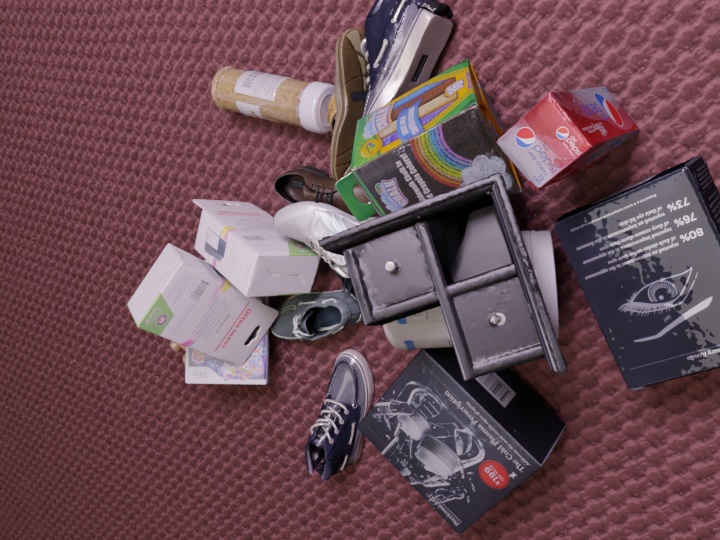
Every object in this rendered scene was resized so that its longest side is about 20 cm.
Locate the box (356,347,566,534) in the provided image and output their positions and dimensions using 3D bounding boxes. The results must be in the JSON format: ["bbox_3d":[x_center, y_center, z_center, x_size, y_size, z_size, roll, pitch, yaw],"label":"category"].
[{"bbox_3d":[0.129,0.207,0.895,0.200,0.104,0.183,44,127,13],"label":"box"}]

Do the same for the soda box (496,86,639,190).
[{"bbox_3d":[0.217,-0.138,0.684,0.070,0.200,0.064,-41,80,36],"label":"soda box"}]

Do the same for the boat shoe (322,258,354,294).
[{"bbox_3d":[0.000,0.000,0.964,0.200,0.062,0.075,40,124,21],"label":"boat shoe"}]

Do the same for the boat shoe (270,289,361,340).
[{"bbox_3d":[-0.078,0.072,1.038,0.199,0.062,0.073,-15,97,38],"label":"boat shoe"}]

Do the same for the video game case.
[{"bbox_3d":[-0.218,0.083,1.101,0.142,0.018,0.202,-1,87,12],"label":"video game case"}]

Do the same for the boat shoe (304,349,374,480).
[{"bbox_3d":[-0.036,0.226,1.033,0.074,0.093,0.202,14,111,31],"label":"boat shoe"}]

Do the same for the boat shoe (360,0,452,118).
[{"bbox_3d":[0.035,-0.257,0.858,0.093,0.074,0.201,42,117,27],"label":"boat shoe"}]

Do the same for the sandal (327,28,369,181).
[{"bbox_3d":[-0.015,-0.218,0.907,0.054,0.080,0.202,14,109,50],"label":"sandal"}]

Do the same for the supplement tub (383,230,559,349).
[{"bbox_3d":[0.129,0.025,0.802,0.198,0.132,0.133,-4,102,14],"label":"supplement tub"}]

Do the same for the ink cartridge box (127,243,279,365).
[{"bbox_3d":[-0.235,0.058,1.030,0.117,0.200,0.067,-54,43,4],"label":"ink cartridge box"}]

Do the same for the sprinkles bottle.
[{"bbox_3d":[-0.124,-0.249,0.974,0.199,0.068,0.069,19,114,30],"label":"sprinkles bottle"}]

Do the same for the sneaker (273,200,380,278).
[{"bbox_3d":[-0.031,-0.038,0.907,0.199,0.071,0.081,12,70,15],"label":"sneaker"}]

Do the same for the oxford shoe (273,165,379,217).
[{"bbox_3d":[-0.039,-0.097,0.950,0.199,0.084,0.073,15,110,29],"label":"oxford shoe"}]

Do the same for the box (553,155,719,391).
[{"bbox_3d":[0.321,0.004,0.712,0.147,0.104,0.201,-24,89,37],"label":"box"}]

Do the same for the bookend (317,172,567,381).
[{"bbox_3d":[0.085,0.032,0.698,0.198,0.092,0.200,-18,81,14],"label":"bookend"}]

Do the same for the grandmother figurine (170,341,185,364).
[{"bbox_3d":[-0.251,0.102,1.175,0.199,0.061,0.121,-26,115,34],"label":"grandmother figurine"}]

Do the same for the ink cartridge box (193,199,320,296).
[{"bbox_3d":[-0.166,-0.037,1.005,0.200,0.116,0.068,37,117,41],"label":"ink cartridge box"}]

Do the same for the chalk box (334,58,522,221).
[{"bbox_3d":[0.068,-0.127,0.789,0.199,0.124,0.125,-23,123,22],"label":"chalk box"}]
